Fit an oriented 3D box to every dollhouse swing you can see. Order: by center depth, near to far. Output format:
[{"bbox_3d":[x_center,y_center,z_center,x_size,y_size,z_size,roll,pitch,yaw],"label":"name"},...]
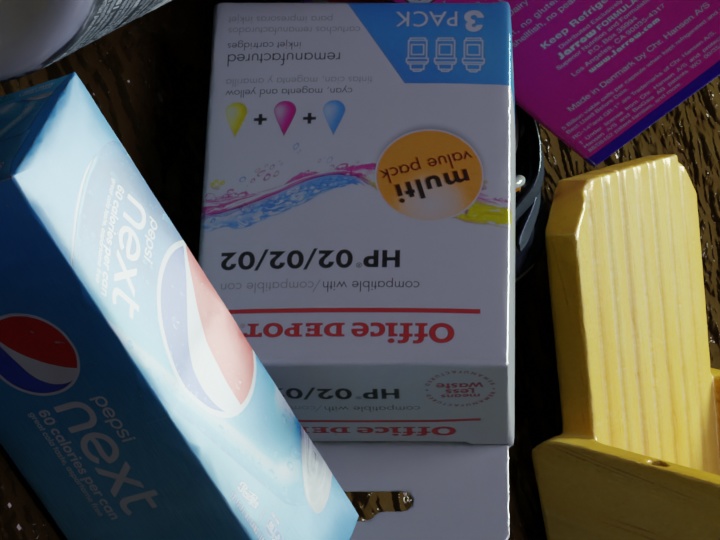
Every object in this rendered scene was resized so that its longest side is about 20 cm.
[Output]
[{"bbox_3d":[0.182,0.053,1.355,0.200,0.182,0.176,-15,116,-64],"label":"dollhouse swing"}]

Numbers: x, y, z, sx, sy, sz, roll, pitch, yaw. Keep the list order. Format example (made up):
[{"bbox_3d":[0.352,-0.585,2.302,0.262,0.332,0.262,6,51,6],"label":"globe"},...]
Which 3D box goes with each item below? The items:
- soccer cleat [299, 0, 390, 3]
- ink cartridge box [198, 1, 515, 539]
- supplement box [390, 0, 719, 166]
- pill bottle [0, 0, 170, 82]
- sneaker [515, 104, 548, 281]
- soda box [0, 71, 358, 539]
[{"bbox_3d":[0.036,-0.110,1.297,0.200,0.068,0.073,19,71,-55],"label":"soccer cleat"},{"bbox_3d":[0.000,0.000,1.097,0.068,0.115,0.200,84,7,-60],"label":"ink cartridge box"},{"bbox_3d":[0.062,-0.144,1.171,0.200,0.103,0.101,37,24,-44],"label":"supplement box"},{"bbox_3d":[-0.092,-0.139,1.028,0.200,0.106,0.106,-40,110,-61],"label":"pill bottle"},{"bbox_3d":[0.046,-0.043,1.261,0.200,0.079,0.079,23,55,-58],"label":"sneaker"},{"bbox_3d":[-0.081,0.037,0.995,0.200,0.068,0.064,58,32,-27],"label":"soda box"}]
